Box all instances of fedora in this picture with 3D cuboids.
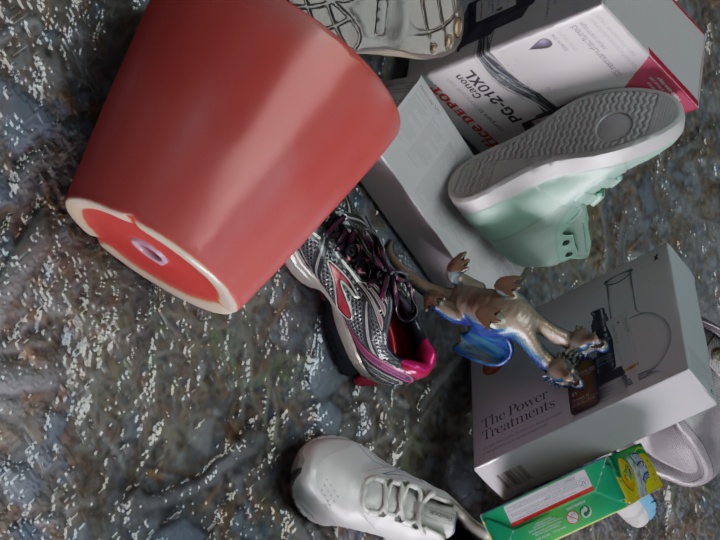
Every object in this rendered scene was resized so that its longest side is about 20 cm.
[{"bbox_3d":[0.277,0.124,1.499,0.200,0.177,0.090,47,51,-12],"label":"fedora"}]

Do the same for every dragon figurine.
[{"bbox_3d":[0.101,0.038,1.350,0.059,0.199,0.099,-58,140,-18],"label":"dragon figurine"}]

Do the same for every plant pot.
[{"bbox_3d":[-0.100,-0.081,1.169,0.200,0.200,0.178,42,72,-34],"label":"plant pot"}]

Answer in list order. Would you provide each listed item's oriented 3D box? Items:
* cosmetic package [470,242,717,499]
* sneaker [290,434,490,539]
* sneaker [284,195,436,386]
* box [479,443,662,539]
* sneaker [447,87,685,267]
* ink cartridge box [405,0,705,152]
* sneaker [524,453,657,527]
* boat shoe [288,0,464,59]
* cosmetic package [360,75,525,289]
[{"bbox_3d":[0.185,0.082,1.374,0.052,0.200,0.151,47,28,-30],"label":"cosmetic package"},{"bbox_3d":[0.028,0.183,1.335,0.200,0.087,0.075,27,72,-38],"label":"sneaker"},{"bbox_3d":[0.000,0.000,1.322,0.081,0.074,0.201,-43,116,-35],"label":"sneaker"},{"bbox_3d":[0.180,0.187,1.377,0.049,0.117,0.200,66,15,12],"label":"box"},{"bbox_3d":[0.184,-0.071,1.362,0.118,0.200,0.074,48,30,-39],"label":"sneaker"},{"bbox_3d":[0.159,-0.174,1.378,0.145,0.199,0.085,38,50,-36],"label":"ink cartridge box"},{"bbox_3d":[0.192,0.187,1.511,0.087,0.075,0.200,-49,126,-4],"label":"sneaker"},{"bbox_3d":[-0.019,-0.200,1.313,0.199,0.073,0.075,9,91,-21],"label":"boat shoe"},{"bbox_3d":[0.065,-0.059,1.399,0.083,0.051,0.200,-52,122,-28],"label":"cosmetic package"}]
